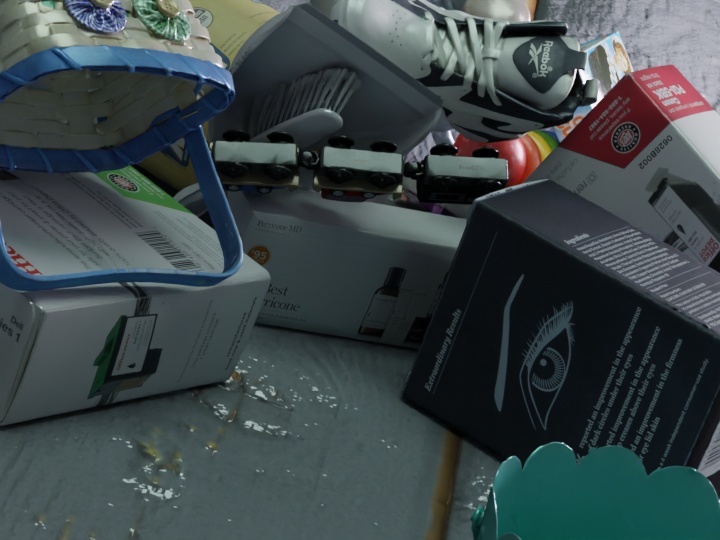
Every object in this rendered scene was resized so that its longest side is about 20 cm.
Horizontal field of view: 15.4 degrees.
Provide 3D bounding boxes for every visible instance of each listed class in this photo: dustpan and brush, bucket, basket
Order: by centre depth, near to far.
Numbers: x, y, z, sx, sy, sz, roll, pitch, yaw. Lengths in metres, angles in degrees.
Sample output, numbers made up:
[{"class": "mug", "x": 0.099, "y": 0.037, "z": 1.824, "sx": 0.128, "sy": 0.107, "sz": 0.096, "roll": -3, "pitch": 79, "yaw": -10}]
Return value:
[{"class": "bucket", "x": 0.139, "y": 0.196, "z": 1.361, "sx": 0.206, "sy": 0.135, "sz": 0.207, "roll": 18, "pitch": 23, "yaw": -8}, {"class": "basket", "x": -0.159, "y": -0.084, "z": 1.521, "sx": 0.176, "sy": 0.139, "sz": 0.201, "roll": -2, "pitch": 73, "yaw": -46}, {"class": "dustpan and brush", "x": -0.062, "y": -0.082, "z": 1.722, "sx": 0.139, "sy": 0.199, "sz": 0.058, "roll": 33, "pitch": 50, "yaw": -32}]

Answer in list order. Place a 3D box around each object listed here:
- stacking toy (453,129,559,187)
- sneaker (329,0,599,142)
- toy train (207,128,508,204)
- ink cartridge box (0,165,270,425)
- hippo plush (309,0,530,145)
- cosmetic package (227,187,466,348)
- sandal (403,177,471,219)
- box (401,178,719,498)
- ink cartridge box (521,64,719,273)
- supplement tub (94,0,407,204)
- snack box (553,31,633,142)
[{"class": "stacking toy", "x": 0.118, "y": -0.071, "z": 1.957, "sx": 0.085, "sy": 0.086, "sz": 0.200, "roll": 32, "pitch": 9, "yaw": 24}, {"class": "sneaker", "x": 0.081, "y": -0.143, "z": 1.765, "sx": 0.129, "sy": 0.080, "sz": 0.199, "roll": -6, "pitch": -29, "yaw": 41}, {"class": "toy train", "x": -0.006, "y": -0.063, "z": 1.690, "sx": 0.199, "sy": 0.046, "sz": 0.034, "roll": 4, "pitch": 66, "yaw": -8}, {"class": "ink cartridge box", "x": -0.176, "y": 0.008, "z": 1.575, "sx": 0.146, "sy": 0.085, "sz": 0.199, "roll": 37, "pitch": 27, "yaw": 30}, {"class": "hippo plush", "x": 0.020, "y": -0.182, "z": 2.011, "sx": 0.160, "sy": 0.201, "sz": 0.160, "roll": 3, "pitch": 45, "yaw": -20}, {"class": "cosmetic package", "x": 0.000, "y": 0.000, "z": 1.755, "sx": 0.199, "sy": 0.083, "sz": 0.051, "roll": 9, "pitch": 25, "yaw": -26}, {"class": "sandal", "x": 0.081, "y": -0.024, "z": 1.934, "sx": 0.082, "sy": 0.050, "sz": 0.203, "roll": 29, "pitch": 6, "yaw": -22}, {"class": "box", "x": 0.149, "y": 0.054, "z": 1.677, "sx": 0.199, "sy": 0.149, "sz": 0.104, "roll": 32, "pitch": 24, "yaw": 23}, {"class": "ink cartridge box", "x": 0.216, "y": -0.018, "z": 1.824, "sx": 0.200, "sy": 0.147, "sz": 0.083, "roll": 50, "pitch": 27, "yaw": 14}, {"class": "supplement tub", "x": -0.078, "y": -0.110, "z": 1.852, "sx": 0.199, "sy": 0.145, "sz": 0.144, "roll": 31, "pitch": 24, "yaw": 24}, {"class": "snack box", "x": 0.197, "y": -0.071, "z": 1.981, "sx": 0.037, "sy": 0.201, "sz": 0.116, "roll": -19, "pitch": 7, "yaw": 26}]
